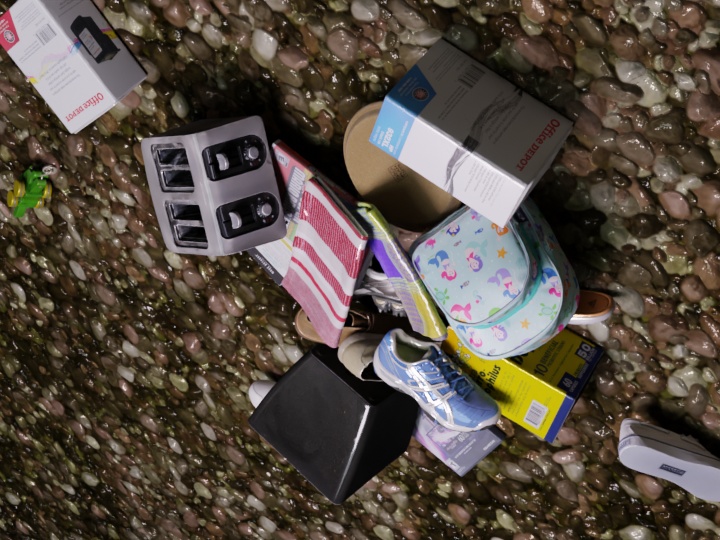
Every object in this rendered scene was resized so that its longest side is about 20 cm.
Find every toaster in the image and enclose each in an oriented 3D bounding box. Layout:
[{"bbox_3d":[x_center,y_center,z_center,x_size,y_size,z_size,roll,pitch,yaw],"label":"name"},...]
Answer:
[{"bbox_3d":[-0.212,-0.124,1.731,0.199,0.118,0.182,6,111,52],"label":"toaster"}]

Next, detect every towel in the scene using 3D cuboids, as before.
[{"bbox_3d":[-0.052,-0.011,1.679,0.144,0.023,0.201,50,139,36],"label":"towel"},{"bbox_3d":[0.049,0.002,1.596,0.201,0.023,0.144,61,173,-11],"label":"towel"}]

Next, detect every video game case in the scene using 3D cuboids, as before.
[{"bbox_3d":[0.120,0.234,1.940,0.200,0.019,0.143,39,140,1],"label":"video game case"},{"bbox_3d":[-0.063,-0.076,1.720,0.200,0.017,0.143,38,137,13],"label":"video game case"}]

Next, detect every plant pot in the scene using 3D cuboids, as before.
[{"bbox_3d":[-0.021,0.198,1.877,0.200,0.199,0.178,39,129,19],"label":"plant pot"}]

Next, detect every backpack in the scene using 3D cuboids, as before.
[{"bbox_3d":[0.174,0.009,1.536,0.177,0.150,0.201,-34,80,21],"label":"backpack"}]

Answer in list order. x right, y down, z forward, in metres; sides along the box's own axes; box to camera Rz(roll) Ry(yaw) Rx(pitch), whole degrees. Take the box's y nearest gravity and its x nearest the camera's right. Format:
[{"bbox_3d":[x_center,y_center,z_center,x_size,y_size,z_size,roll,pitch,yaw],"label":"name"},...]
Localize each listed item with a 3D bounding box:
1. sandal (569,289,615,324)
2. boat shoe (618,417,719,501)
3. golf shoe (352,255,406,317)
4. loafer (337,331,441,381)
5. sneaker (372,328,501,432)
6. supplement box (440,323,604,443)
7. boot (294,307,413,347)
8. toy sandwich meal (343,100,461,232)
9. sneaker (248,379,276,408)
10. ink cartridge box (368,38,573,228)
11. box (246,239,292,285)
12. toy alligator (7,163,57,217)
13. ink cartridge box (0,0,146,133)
[{"bbox_3d":[0.238,0.027,1.622,0.205,0.079,0.060,1,126,27],"label":"sandal"},{"bbox_3d":[0.447,0.255,1.668,0.199,0.066,0.074,25,134,-14],"label":"boat shoe"},{"bbox_3d":[0.000,0.000,1.788,0.198,0.078,0.095,9,122,22],"label":"golf shoe"},{"bbox_3d":[0.067,0.134,1.777,0.198,0.069,0.076,-2,132,-17],"label":"loafer"},{"bbox_3d":[0.104,0.151,1.663,0.199,0.076,0.077,29,143,15],"label":"sneaker"},{"bbox_3d":[0.218,0.127,1.695,0.199,0.109,0.110,29,139,13],"label":"supplement box"},{"bbox_3d":[0.006,0.088,1.795,0.198,0.074,0.075,9,167,-13],"label":"boot"},{"bbox_3d":[0.066,-0.141,1.610,0.204,0.070,0.206,20,131,24],"label":"toy sandwich meal"},{"bbox_3d":[-0.096,0.209,2.053,0.198,0.078,0.100,14,128,15],"label":"sneaker"},{"bbox_3d":[0.134,-0.167,1.466,0.199,0.145,0.084,34,140,8],"label":"ink cartridge box"},{"bbox_3d":[-0.090,-0.057,1.814,0.082,0.049,0.200,47,140,-6],"label":"box"},{"bbox_3d":[-0.566,-0.155,2.098,0.200,0.059,0.055,-38,58,49],"label":"toy alligator"},{"bbox_3d":[-0.437,-0.325,1.817,0.145,0.083,0.201,-21,112,46],"label":"ink cartridge box"}]
